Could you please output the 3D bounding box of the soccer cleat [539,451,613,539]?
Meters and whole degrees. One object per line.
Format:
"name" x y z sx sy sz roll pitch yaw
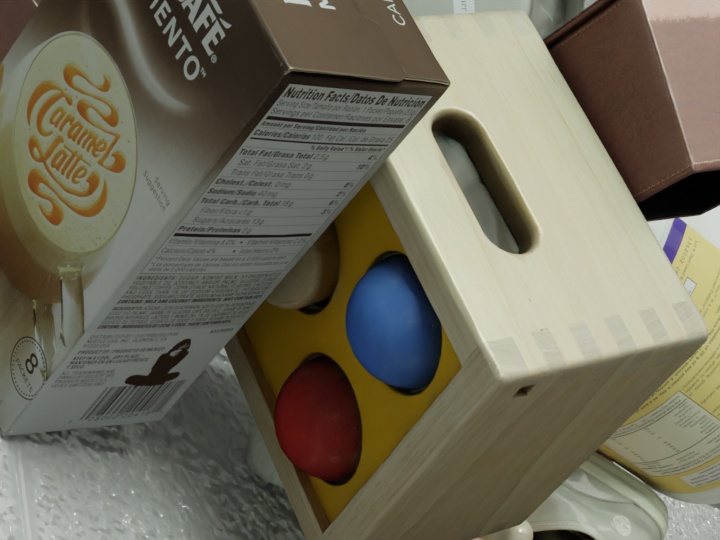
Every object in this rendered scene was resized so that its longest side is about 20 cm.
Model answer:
"soccer cleat" 0.112 0.109 0.912 0.067 0.076 0.201 98 -28 -81

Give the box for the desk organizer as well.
"desk organizer" 0.090 -0.046 0.715 0.071 0.200 0.078 -7 76 -33

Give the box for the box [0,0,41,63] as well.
"box" -0.116 -0.084 0.803 0.100 0.075 0.200 58 18 15

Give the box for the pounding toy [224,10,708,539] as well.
"pounding toy" -0.006 0.002 0.679 0.141 0.184 0.201 -9 61 -33

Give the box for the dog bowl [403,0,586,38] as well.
"dog bowl" 0.020 -0.152 0.918 0.200 0.200 0.059 50 9 -6

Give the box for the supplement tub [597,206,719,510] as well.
"supplement tub" 0.153 0.026 0.843 0.200 0.145 0.146 35 25 -28

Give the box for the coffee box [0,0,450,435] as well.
"coffee box" -0.073 -0.045 0.617 0.079 0.200 0.115 -1 52 -45

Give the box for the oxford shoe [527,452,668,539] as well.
"oxford shoe" 0.058 0.097 0.843 0.199 0.075 0.058 30 65 1

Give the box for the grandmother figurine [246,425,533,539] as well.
"grandmother figurine" 0.036 0.121 0.776 0.199 0.121 0.061 34 59 -17
